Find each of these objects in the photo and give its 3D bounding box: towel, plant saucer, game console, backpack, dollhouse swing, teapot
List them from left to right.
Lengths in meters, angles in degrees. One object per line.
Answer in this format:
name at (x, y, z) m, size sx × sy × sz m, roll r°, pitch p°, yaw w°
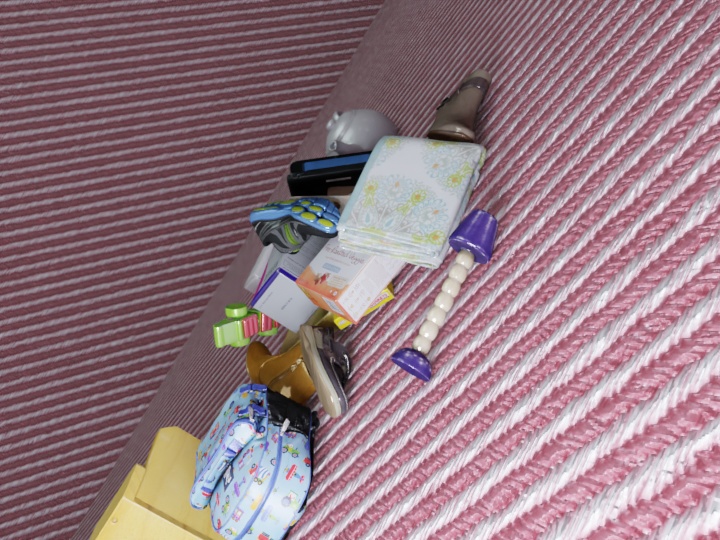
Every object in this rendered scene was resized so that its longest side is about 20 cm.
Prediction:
dollhouse swing at (-0.276, 0.372, 1.071) m, size 0.184 × 0.198 × 0.176 m, roll -55°, pitch 16°, yaw 7°
backpack at (-0.142, 0.277, 0.970) m, size 0.184 × 0.133 × 0.201 m, roll -54°, pitch 18°, yaw 16°
plant saucer at (-0.059, 0.058, 1.293) m, size 0.200 × 0.048 × 0.203 m, roll -44°, pitch 20°, yaw 44°
game console at (-0.048, -0.210, 1.443) m, size 0.176 × 0.194 × 0.120 m, roll 86°, pitch 175°, yaw -74°
teapot at (-0.017, -0.298, 1.670) m, size 0.201 × 0.144 × 0.199 m, roll -63°, pitch 15°, yaw -20°
towel at (0.071, -0.104, 1.035) m, size 0.167 × 0.048 × 0.204 m, roll 13°, pitch 64°, yaw 27°

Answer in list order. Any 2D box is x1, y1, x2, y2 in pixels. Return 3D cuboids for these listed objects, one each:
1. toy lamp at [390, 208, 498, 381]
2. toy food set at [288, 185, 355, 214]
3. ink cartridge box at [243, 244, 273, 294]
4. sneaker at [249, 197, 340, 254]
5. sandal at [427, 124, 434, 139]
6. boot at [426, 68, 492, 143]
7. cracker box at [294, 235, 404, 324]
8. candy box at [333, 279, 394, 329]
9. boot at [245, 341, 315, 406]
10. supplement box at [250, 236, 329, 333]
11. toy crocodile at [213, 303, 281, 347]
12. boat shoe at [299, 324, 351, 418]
toy lamp at (0.101, 0.023, 0.833) m, size 0.203 × 0.057 × 0.058 m, roll -62°, pitch 16°, yaw -13°
toy food set at (-0.027, -0.131, 1.280) m, size 0.200 × 0.139 × 0.062 m, roll -28°, pitch -63°, yaw -69°
ink cartridge box at (-0.127, -0.022, 1.474) m, size 0.086 × 0.145 × 0.203 m, roll -33°, pitch 28°, yaw 59°
sneaker at (-0.100, -0.069, 1.181) m, size 0.196 × 0.085 × 0.070 m, roll 2°, pitch 28°, yaw 42°
sandal at (0.097, -0.190, 1.262) m, size 0.079 × 0.057 × 0.204 m, roll -33°, pitch 29°, yaw 57°
boot at (0.165, -0.253, 1.155) m, size 0.148 × 0.070 × 0.199 m, roll -57°, pitch 15°, yaw -7°
cracker box at (0.006, -0.027, 1.102) m, size 0.201 × 0.058 × 0.133 m, roll -50°, pitch 31°, yaw -14°
candy box at (0.000, 0.000, 1.158) m, size 0.101 × 0.027 × 0.202 m, roll -30°, pitch 32°, yaw 16°
boot at (-0.120, 0.154, 1.205) m, size 0.145 × 0.070 × 0.203 m, roll -50°, pitch 39°, yaw 23°
supplement box at (-0.109, -0.008, 1.296) m, size 0.101 × 0.102 × 0.203 m, roll -46°, pitch 20°, yaw 36°
toy crocodile at (-0.181, 0.088, 1.269) m, size 0.060 × 0.070 × 0.198 m, roll 5°, pitch 13°, yaw 33°
boat shoe at (-0.043, 0.135, 1.054) m, size 0.200 × 0.063 × 0.074 m, roll -125°, pitch 25°, yaw -62°
